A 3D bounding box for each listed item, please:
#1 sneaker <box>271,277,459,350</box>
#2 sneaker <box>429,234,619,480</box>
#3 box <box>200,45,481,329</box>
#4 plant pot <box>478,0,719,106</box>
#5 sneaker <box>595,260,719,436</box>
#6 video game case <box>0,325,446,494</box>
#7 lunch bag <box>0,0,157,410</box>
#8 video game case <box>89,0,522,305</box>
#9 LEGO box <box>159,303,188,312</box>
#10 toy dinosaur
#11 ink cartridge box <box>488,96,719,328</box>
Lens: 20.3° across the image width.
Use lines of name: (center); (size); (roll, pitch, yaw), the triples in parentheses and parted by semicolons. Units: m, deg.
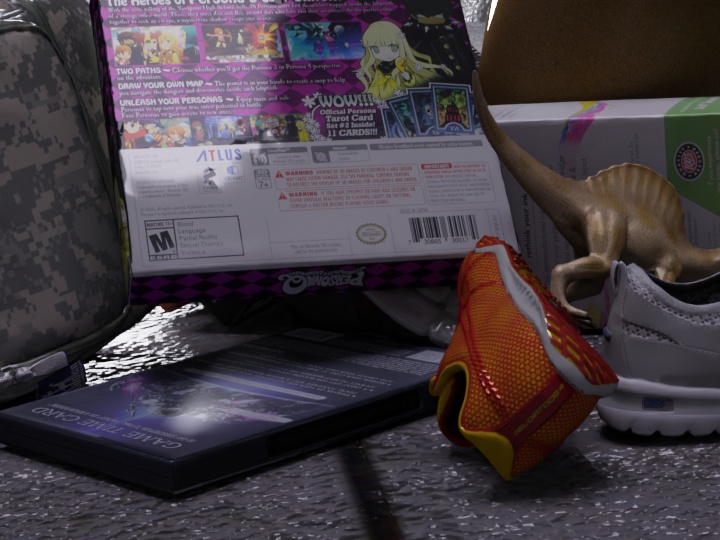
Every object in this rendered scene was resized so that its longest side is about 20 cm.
sneaker: (0.000, 0.000, 1.071); (0.199, 0.082, 0.077); (32, 54, 21)
sneaker: (0.059, 0.036, 0.900); (0.077, 0.073, 0.200); (-43, 6, 7)
box: (-0.007, -0.058, 1.202); (0.044, 0.161, 0.200); (41, 27, 11)
plant pot: (0.144, -0.110, 1.185); (0.185, 0.201, 0.187); (20, 16, -6)
sneaker: (0.201, 0.023, 0.886); (0.198, 0.083, 0.075); (-6, 12, -6)
video game case: (-0.053, 0.062, 0.963); (0.199, 0.019, 0.142); (-16, 16, -40)
lunch bag: (-0.193, -0.034, 1.038); (0.138, 0.202, 0.168); (-15, 9, 21)
video game case: (-0.032, -0.073, 1.031); (0.198, 0.183, 0.036); (-4, -29, -14)
LEGO box: (-0.058, -0.085, 1.229); (0.077, 0.200, 0.149); (42, 28, 11)
toy dinosaur: (0.120, -0.013, 1.005); (0.199, 0.102, 0.058); (26, -20, -12)
ink cartridge box: (0.116, -0.031, 1.096); (0.198, 0.118, 0.067); (0, 14, 23)
